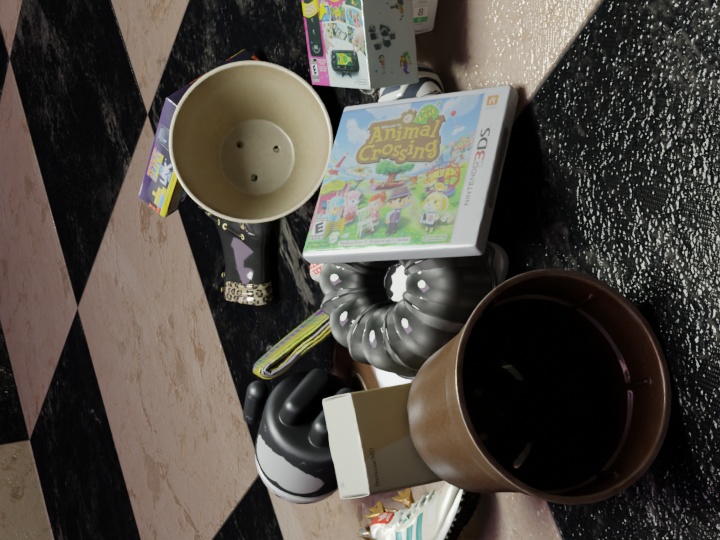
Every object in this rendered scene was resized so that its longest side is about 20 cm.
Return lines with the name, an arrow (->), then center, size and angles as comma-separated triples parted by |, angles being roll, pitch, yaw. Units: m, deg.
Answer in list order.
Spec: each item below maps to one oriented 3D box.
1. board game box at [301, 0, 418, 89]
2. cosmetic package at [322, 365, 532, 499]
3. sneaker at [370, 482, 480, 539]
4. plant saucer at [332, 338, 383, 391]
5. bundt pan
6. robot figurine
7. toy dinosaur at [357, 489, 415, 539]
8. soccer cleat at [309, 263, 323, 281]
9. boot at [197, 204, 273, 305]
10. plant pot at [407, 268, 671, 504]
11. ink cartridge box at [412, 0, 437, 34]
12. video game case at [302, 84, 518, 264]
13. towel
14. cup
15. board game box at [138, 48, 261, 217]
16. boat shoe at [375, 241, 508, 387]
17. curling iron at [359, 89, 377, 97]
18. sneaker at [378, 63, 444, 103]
board game box -> -0.007, -0.292, 1.375 | 0.148, 0.064, 0.200 | 19, 117, 61
cosmetic package -> 0.072, 0.159, 1.324 | 0.071, 0.200, 0.105 | -26, 75, 62
sneaker -> 0.058, 0.283, 1.463 | 0.093, 0.070, 0.200 | 31, 117, 18
plant saucer -> 0.011, 0.144, 1.585 | 0.200, 0.032, 0.200 | 166, 90, -69
bundt pan -> 0.037, 0.011, 1.355 | 0.202, 0.076, 0.202 | -3, 85, 38
robot figurine -> -0.062, 0.200, 1.589 | 0.200, 0.125, 0.150 | 108, 148, -55
toy dinosaur -> 0.065, 0.310, 1.553 | 0.200, 0.060, 0.106 | 13, 140, 56
soccer cleat -> 0.000, 0.000, 1.515 | 0.200, 0.069, 0.085 | -26, 69, 56
boot -> -0.179, -0.038, 1.904 | 0.200, 0.073, 0.151 | 16, 111, 55
plant pot -> 0.145, 0.119, 1.208 | 0.198, 0.200, 0.201 | 140, 119, -68
ink cartridge box -> 0.035, -0.369, 1.374 | 0.161, 0.050, 0.200 | 55, 149, 40
video game case -> 0.048, -0.094, 1.315 | 0.200, 0.022, 0.182 | -3, 60, 34
towel -> -0.070, 0.083, 1.605 | 0.023, 0.144, 0.200 | 51, 171, -3
cup -> -0.135, -0.153, 1.691 | 0.143, 0.200, 0.201 | 118, 143, -86
board game box -> -0.214, -0.187, 1.828 | 0.057, 0.165, 0.200 | 40, 138, 12
boat shoe -> 0.096, 0.050, 1.397 | 0.072, 0.068, 0.200 | 48, 116, 30
curling iron -> 0.026, -0.286, 1.495 | 0.050, 0.026, 0.200 | 51, 139, 41
sneaker -> 0.052, -0.108, 1.429 | 0.199, 0.079, 0.130 | -65, 32, 31
